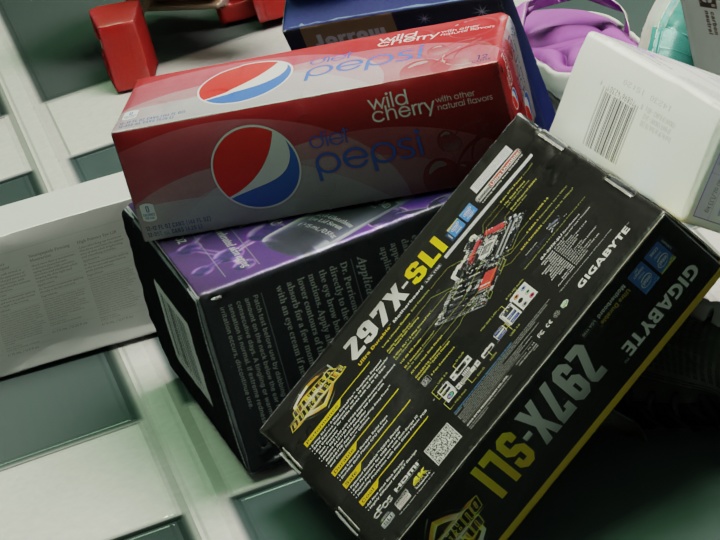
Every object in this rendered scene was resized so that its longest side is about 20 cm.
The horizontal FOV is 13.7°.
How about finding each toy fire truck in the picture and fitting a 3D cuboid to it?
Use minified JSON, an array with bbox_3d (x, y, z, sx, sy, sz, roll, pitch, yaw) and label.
[{"bbox_3d":[-0.110,-0.195,2.056,0.140,0.049,0.200,-15,24,5],"label":"toy fire truck"}]

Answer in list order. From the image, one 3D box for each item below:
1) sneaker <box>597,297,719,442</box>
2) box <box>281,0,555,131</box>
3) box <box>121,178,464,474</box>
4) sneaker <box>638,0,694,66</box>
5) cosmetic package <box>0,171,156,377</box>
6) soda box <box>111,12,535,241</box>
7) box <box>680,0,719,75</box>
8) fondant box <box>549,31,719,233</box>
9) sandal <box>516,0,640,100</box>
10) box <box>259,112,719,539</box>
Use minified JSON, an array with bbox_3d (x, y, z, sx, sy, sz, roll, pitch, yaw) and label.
[{"bbox_3d":[0.134,0.050,1.395,0.091,0.067,0.200,-49,50,-10],"label":"sneaker"},{"bbox_3d":[0.035,-0.102,1.608,0.120,0.200,0.033,-8,47,16],"label":"box"},{"bbox_3d":[0.000,0.000,1.522,0.199,0.105,0.148,-22,25,-12],"label":"box"},{"bbox_3d":[0.234,-0.149,1.735,0.080,0.072,0.200,10,39,37],"label":"sneaker"},{"bbox_3d":[-0.189,0.008,1.642,0.199,0.083,0.051,-15,25,-1],"label":"cosmetic package"},{"bbox_3d":[-0.017,-0.071,1.480,0.199,0.064,0.070,-10,25,13],"label":"soda box"},{"bbox_3d":[0.278,-0.164,1.587,0.199,0.200,0.131,11,35,45],"label":"box"},{"bbox_3d":[0.209,-0.043,1.419,0.199,0.059,0.144,15,12,-27],"label":"fondant box"},{"bbox_3d":[0.124,-0.145,1.795,0.082,0.050,0.203,-21,17,-13],"label":"sandal"},{"bbox_3d":[0.056,0.037,1.365,0.200,0.049,0.160,-51,27,0],"label":"box"}]
